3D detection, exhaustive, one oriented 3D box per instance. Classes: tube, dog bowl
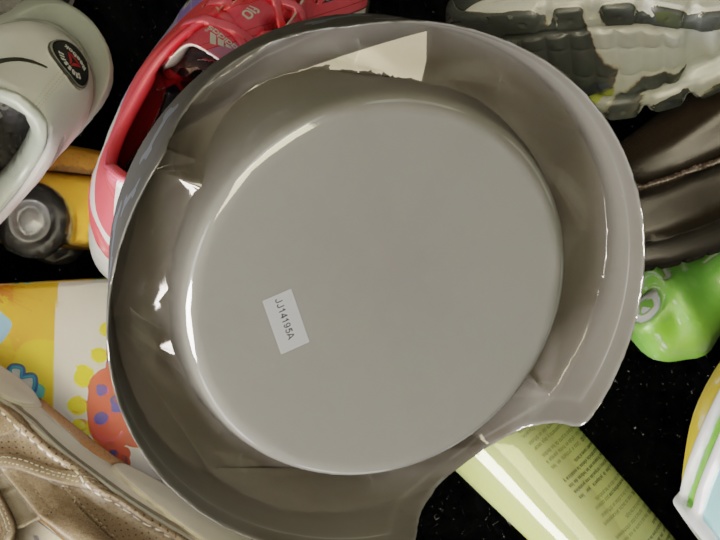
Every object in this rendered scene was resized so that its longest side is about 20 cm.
[{"bbox_3d":[0.081,0.092,0.941,0.200,0.052,0.058,45,63,5],"label":"tube"},{"bbox_3d":[0.000,0.000,0.848,0.199,0.059,0.202,-7,112,-16],"label":"dog bowl"}]

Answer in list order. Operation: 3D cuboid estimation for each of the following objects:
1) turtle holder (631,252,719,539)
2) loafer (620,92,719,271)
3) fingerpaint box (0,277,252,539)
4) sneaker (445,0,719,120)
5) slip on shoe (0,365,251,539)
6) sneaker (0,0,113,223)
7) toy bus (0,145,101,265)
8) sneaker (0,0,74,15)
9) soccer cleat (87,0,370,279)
[{"bbox_3d":[0.181,0.063,0.900,0.131,0.141,0.186,-38,89,3],"label":"turtle holder"},{"bbox_3d":[0.147,-0.053,0.934,0.199,0.073,0.072,-17,102,-8],"label":"loafer"},{"bbox_3d":[-0.083,0.102,0.943,0.165,0.073,0.202,-4,89,1],"label":"fingerpaint box"},{"bbox_3d":[0.127,-0.115,0.889,0.198,0.075,0.085,-8,59,-6],"label":"sneaker"},{"bbox_3d":[-0.131,0.091,0.867,0.199,0.061,0.076,32,128,-2],"label":"slip on shoe"},{"bbox_3d":[-0.180,-0.020,0.871,0.200,0.089,0.074,-41,104,19],"label":"sneaker"},{"bbox_3d":[-0.191,-0.049,0.954,0.198,0.065,0.079,5,88,3],"label":"toy bus"},{"bbox_3d":[-0.130,-0.162,0.934,0.067,0.108,0.203,12,96,-3],"label":"sneaker"},{"bbox_3d":[-0.046,-0.085,0.915,0.068,0.073,0.201,23,63,9],"label":"soccer cleat"}]
